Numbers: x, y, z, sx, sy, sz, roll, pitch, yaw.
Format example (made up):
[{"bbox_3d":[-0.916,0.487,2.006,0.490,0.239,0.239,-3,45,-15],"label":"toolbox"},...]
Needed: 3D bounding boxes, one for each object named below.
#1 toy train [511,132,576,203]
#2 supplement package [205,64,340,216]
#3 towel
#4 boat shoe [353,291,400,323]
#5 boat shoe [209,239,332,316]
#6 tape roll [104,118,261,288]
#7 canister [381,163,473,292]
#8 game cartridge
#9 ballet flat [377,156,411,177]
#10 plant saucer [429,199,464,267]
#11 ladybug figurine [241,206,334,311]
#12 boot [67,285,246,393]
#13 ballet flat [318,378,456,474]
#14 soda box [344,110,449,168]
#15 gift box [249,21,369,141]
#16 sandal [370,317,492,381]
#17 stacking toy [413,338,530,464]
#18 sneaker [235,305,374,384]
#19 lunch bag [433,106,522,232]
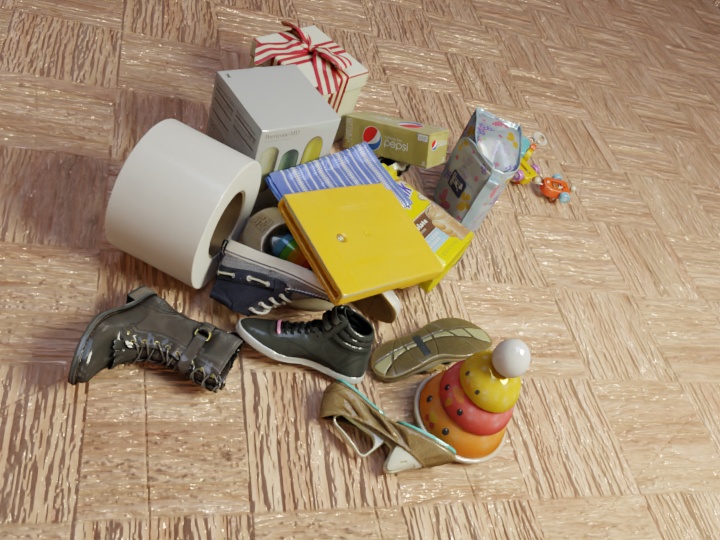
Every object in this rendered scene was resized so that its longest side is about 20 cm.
[{"bbox_3d":[0.379,-0.222,1.479,0.148,0.056,0.202,5,51,-22],"label":"toy train"},{"bbox_3d":[-0.154,-0.206,1.111,0.150,0.201,0.151,-18,58,-35],"label":"supplement package"},{"bbox_3d":[-0.034,-0.126,1.054,0.198,0.024,0.145,-24,65,-27],"label":"towel"},{"bbox_3d":[0.000,0.000,1.082,0.200,0.071,0.069,43,48,19],"label":"boat shoe"},{"bbox_3d":[-0.119,0.031,0.952,0.198,0.094,0.075,20,-1,18],"label":"boat shoe"},{"bbox_3d":[-0.248,-0.095,0.962,0.138,0.204,0.204,27,44,2],"label":"tape roll"},{"bbox_3d":[0.074,-0.072,1.121,0.199,0.087,0.148,38,47,11],"label":"canister"},{"bbox_3d":[0.003,-0.045,0.962,0.198,0.033,0.177,-11,61,-40],"label":"game cartridge"},{"bbox_3d":[0.035,-0.179,1.260,0.200,0.071,0.070,-38,104,-45],"label":"ballet flat"},{"bbox_3d":[0.091,-0.063,1.208,0.198,0.037,0.202,12,45,-13],"label":"plant saucer"},{"bbox_3d":[-0.098,-0.014,1.034,0.200,0.072,0.136,43,73,13],"label":"ladybug figurine"},{"bbox_3d":[-0.251,0.107,0.865,0.173,0.070,0.200,29,37,3],"label":"boot"},{"bbox_3d":[0.029,0.224,0.899,0.199,0.068,0.073,31,64,6],"label":"ballet flat"},{"bbox_3d":[0.064,-0.250,1.271,0.198,0.065,0.067,22,30,33],"label":"soda box"},{"bbox_3d":[-0.112,-0.340,1.267,0.184,0.188,0.199,39,44,15],"label":"gift box"},{"bbox_3d":[0.106,0.128,1.031,0.198,0.054,0.081,-17,51,-18],"label":"sandal"},{"bbox_3d":[0.169,0.156,0.920,0.144,0.201,0.147,13,44,-13],"label":"stacking toy"},{"bbox_3d":[-0.069,0.081,0.943,0.198,0.100,0.071,21,25,-10],"label":"sneaker"},{"bbox_3d":[0.221,-0.185,1.284,0.126,0.170,0.201,21,44,-7],"label":"lunch bag"}]
